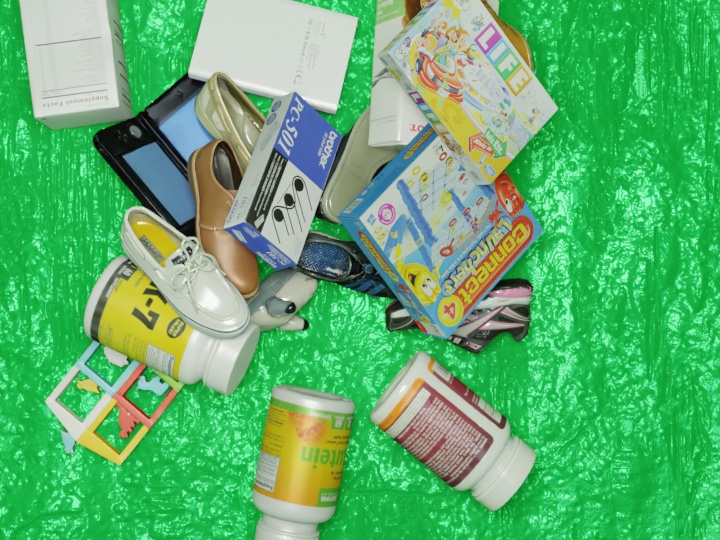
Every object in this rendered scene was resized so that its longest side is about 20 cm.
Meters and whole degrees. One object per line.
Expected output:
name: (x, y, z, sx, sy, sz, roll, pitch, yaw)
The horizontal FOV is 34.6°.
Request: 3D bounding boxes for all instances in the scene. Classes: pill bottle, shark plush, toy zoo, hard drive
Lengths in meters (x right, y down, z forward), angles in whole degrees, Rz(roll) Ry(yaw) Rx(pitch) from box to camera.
pill bottle: (0.120, 0.208, 1.482, 0.199, 0.114, 0.115, 39, 88, -1)
shark plush: (-0.148, 0.042, 1.519, 0.197, 0.091, 0.085, -15, 69, 18)
toy zoo: (-0.320, 0.159, 1.514, 0.131, 0.020, 0.201, 39, 88, -1)
pill bottle: (-0.077, 0.256, 1.476, 0.109, 0.111, 0.203, 11, 89, -2)
pill bottle: (-0.233, 0.071, 1.438, 0.198, 0.114, 0.116, 24, 89, 8)
hard drive: (-0.113, -0.292, 1.513, 0.197, 0.025, 0.134, 14, 78, -2)

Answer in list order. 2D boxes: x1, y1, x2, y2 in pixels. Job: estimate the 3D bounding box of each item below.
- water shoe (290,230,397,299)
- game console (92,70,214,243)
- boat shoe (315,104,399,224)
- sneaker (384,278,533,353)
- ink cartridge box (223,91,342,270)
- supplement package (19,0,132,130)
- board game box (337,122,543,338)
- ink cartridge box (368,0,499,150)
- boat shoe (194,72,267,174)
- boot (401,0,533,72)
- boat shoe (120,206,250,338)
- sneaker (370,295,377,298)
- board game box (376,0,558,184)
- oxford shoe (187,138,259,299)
water shoe: (0.000, 0.000, 1.453, 0.197, 0.079, 0.073, 9, 102, 1)
game console: (-0.210, -0.144, 1.478, 0.116, 0.176, 0.201, -40, 90, 27)
boat shoe: (-0.004, -0.145, 1.504, 0.074, 0.066, 0.201, 34, 69, -26)
sneaker: (0.131, 0.069, 1.505, 0.197, 0.080, 0.088, -7, 100, 4)
ink cartridge box: (-0.093, -0.111, 1.424, 0.094, 0.044, 0.202, 40, 53, -33)
supplement package: (-0.364, -0.292, 1.473, 0.112, 0.110, 0.203, -7, 89, -2)
board game box: (0.102, -0.058, 1.412, 0.200, 0.056, 0.197, -46, 115, -18)
ink cartridge box: (0.093, -0.251, 1.474, 0.144, 0.084, 0.203, 5, 89, -30)
boat shoe: (-0.131, -0.164, 1.479, 0.073, 0.063, 0.201, -39, 90, -33)
boot: (0.126, -0.279, 1.411, 0.142, 0.071, 0.204, -20, 99, -24)
boat shoe: (-0.207, -0.006, 1.368, 0.074, 0.086, 0.202, -39, 74, -23)
sneaker: (0.079, -0.054, 1.514, 0.198, 0.060, 0.105, -28, 92, 2)
board game box: (0.129, -0.221, 1.359, 0.135, 0.034, 0.200, -47, 110, -16)
oxford shoe: (-0.163, -0.064, 1.420, 0.071, 0.071, 0.203, -13, 83, -35)
